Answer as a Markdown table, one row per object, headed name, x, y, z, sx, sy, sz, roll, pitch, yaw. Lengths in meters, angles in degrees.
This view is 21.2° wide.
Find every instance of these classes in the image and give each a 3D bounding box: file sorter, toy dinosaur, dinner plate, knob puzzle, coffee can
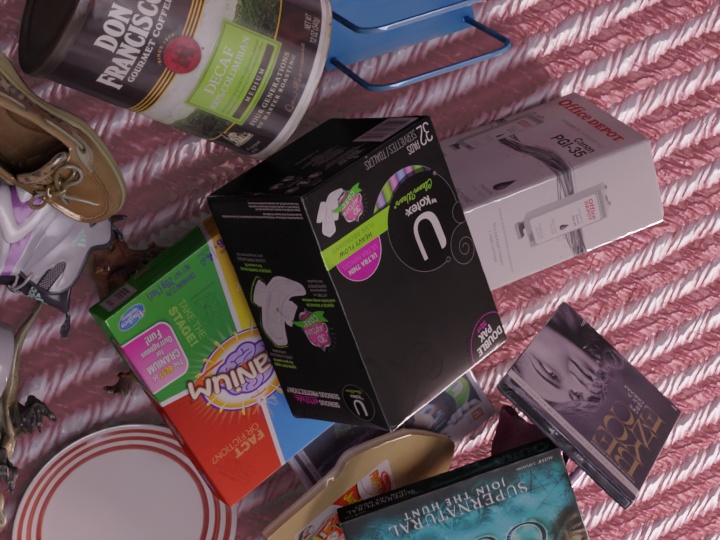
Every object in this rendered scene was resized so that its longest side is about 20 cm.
| name | x | y | z | sx | sy | sz | roll | pitch | yaw |
| --- | --- | --- | --- | --- | --- | --- | --- | --- | --- |
| file sorter | 0.032 | -0.261 | 1.531 | 0.138 | 0.123 | 0.202 | -19 | 114 | -14 |
| toy dinosaur | -0.148 | 0.038 | 1.595 | 0.199 | 0.086 | 0.137 | 14 | 96 | -30 |
| dinner plate | -0.205 | 0.223 | 1.669 | 0.198 | 0.024 | 0.202 | -7 | 110 | -19 |
| knob puzzle | 0.001 | 0.209 | 1.706 | 0.219 | 0.030 | 0.221 | -30 | 142 | -27 |
| toy dinosaur | -0.285 | 0.127 | 1.568 | 0.047 | 0.088 | 0.202 | 12 | 104 | -24 |
| coffee can | -0.142 | -0.186 | 1.478 | 0.199 | 0.146 | 0.147 | 19 | 101 | -26 |

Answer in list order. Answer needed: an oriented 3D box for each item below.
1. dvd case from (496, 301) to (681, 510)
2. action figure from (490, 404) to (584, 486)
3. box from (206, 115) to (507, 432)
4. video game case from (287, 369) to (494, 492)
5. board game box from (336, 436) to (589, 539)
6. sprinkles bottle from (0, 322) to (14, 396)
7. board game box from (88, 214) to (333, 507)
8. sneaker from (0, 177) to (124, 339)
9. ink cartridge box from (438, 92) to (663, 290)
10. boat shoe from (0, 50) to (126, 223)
| name | x | y | z | sx | sy | sz | roll | pitch | yaw |
| --- | --- | --- | --- | --- | --- | --- | --- | --- | --- |
| dvd case | 0.202 | 0.112 | 1.668 | 0.149 | 0.200 | 0.016 | 44 | 118 | 3 |
| action figure | 0.147 | 0.220 | 1.729 | 0.134 | 0.148 | 0.202 | 21 | 83 | -52 |
| box | 0.000 | 0.000 | 1.501 | 0.148 | 0.124 | 0.201 | -34 | 114 | -34 |
| video game case | 0.011 | 0.117 | 1.685 | 0.181 | 0.023 | 0.201 | -36 | 133 | -6 |
| board game box | 0.094 | 0.234 | 1.659 | 0.198 | 0.028 | 0.136 | -19 | 113 | 3 |
| sprinkles bottle | -0.376 | 0.054 | 1.518 | 0.199 | 0.068 | 0.069 | 15 | 103 | -25 |
| board game box | -0.103 | 0.067 | 1.551 | 0.153 | 0.040 | 0.201 | -38 | 117 | -14 |
| sneaker | -0.279 | 0.001 | 1.517 | 0.199 | 0.078 | 0.141 | -32 | 102 | -7 |
| ink cartridge box | 0.133 | -0.066 | 1.626 | 0.199 | 0.147 | 0.083 | -21 | 118 | -14 |
| boat shoe | -0.252 | -0.094 | 1.428 | 0.073 | 0.063 | 0.200 | -33 | 125 | 22 |
